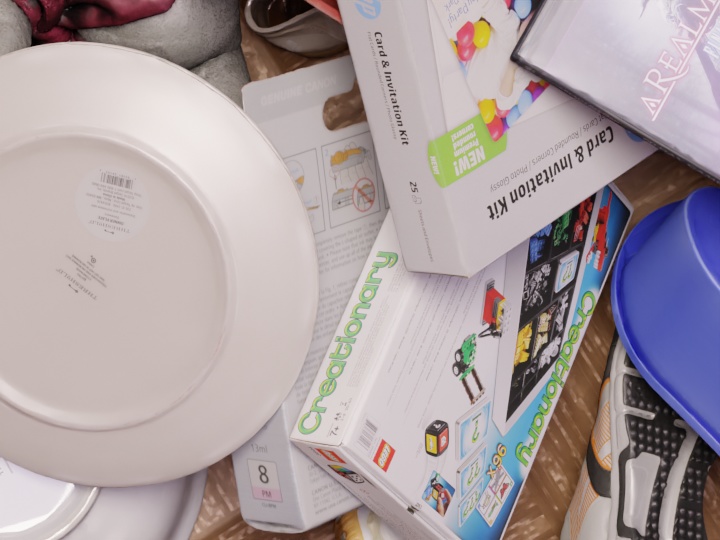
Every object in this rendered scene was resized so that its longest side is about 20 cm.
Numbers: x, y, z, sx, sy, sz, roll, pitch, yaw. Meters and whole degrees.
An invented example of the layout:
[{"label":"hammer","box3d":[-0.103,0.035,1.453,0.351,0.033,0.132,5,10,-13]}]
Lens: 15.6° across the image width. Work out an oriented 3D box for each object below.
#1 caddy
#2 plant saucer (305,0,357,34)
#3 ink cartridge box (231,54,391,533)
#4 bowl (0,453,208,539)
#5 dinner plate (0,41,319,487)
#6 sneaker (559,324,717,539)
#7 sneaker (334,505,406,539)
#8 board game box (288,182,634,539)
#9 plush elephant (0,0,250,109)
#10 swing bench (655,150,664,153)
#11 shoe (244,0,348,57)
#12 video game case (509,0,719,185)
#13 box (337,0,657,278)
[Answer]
[{"label":"caddy","box3d":[0.211,0.033,1.236,0.141,0.105,0.200,-32,72,-36]},{"label":"plant saucer","box3d":[0.013,-0.195,1.121,0.199,0.037,0.201,29,73,-45]},{"label":"ink cartridge box","box3d":[0.000,0.000,1.204,0.162,0.057,0.201,-21,104,-45]},{"label":"bowl","box3d":[-0.166,0.083,1.217,0.200,0.090,0.203,0,87,-8]},{"label":"dinner plate","box3d":[-0.117,0.003,1.127,0.199,0.024,0.202,3,107,8]},{"label":"sneaker","box3d":[0.129,0.101,1.270,0.073,0.080,0.201,22,64,-27]},{"label":"sneaker","box3d":[0.051,0.196,1.248,0.087,0.076,0.201,-13,89,-9]},{"label":"board game box","box3d":[0.051,0.021,1.201,0.126,0.034,0.201,44,61,-42]},{"label":"plush elephant","box3d":[-0.136,-0.123,1.187,0.154,0.200,0.165,-13,133,-12]},{"label":"swing bench","box3d":[0.190,-0.169,1.225,0.199,0.129,0.200,-11,87,32]},{"label":"shoe","box3d":[0.030,-0.159,1.230,0.199,0.053,0.070,-31,72,24]},{"label":"video game case","box3d":[0.183,-0.100,1.104,0.199,0.019,0.143,30,85,-4]},{"label":"box","box3d":[0.057,-0.120,1.122,0.156,0.041,0.201,-32,118,-40]}]
